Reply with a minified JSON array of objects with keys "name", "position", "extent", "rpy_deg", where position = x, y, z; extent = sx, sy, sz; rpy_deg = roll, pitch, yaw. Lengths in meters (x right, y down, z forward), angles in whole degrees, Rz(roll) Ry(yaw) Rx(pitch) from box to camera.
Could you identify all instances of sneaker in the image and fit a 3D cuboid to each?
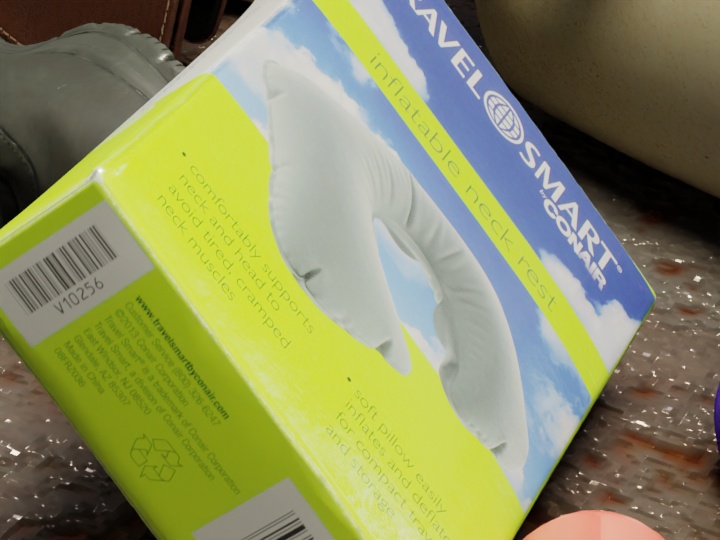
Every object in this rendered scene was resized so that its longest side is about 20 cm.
[{"name":"sneaker","position":[-0.109,-0.028,0.749],"extent":[0.091,0.076,0.200],"rpy_deg":[-26,36,-35]}]

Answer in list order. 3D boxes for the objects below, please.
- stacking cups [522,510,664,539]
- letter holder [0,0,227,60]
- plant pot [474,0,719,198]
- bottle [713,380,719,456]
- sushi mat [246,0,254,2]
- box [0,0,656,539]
[{"name":"stacking cups","position":[0.039,0.106,0.537],"extent":[0.060,0.061,0.200],"rpy_deg":[8,25,-3]},{"name":"letter holder","position":[-0.053,-0.160,0.844],"extent":[0.100,0.200,0.142],"rpy_deg":[-21,45,-36]},{"name":"plant pot","position":[0.138,-0.087,0.832],"extent":[0.200,0.188,0.187],"rpy_deg":[8,22,36]},{"name":"bottle","position":[0.139,-0.031,0.674],"extent":[0.083,0.201,0.065],"rpy_deg":[1,29,-19]},{"name":"sushi mat","position":[-0.073,-0.112,0.968],"extent":[0.199,0.012,0.096],"rpy_deg":[10,28,1]},{"name":"box","position":[0.000,0.000,0.670],"extent":[0.122,0.048,0.200],"rpy_deg":[54,29,-8]}]
